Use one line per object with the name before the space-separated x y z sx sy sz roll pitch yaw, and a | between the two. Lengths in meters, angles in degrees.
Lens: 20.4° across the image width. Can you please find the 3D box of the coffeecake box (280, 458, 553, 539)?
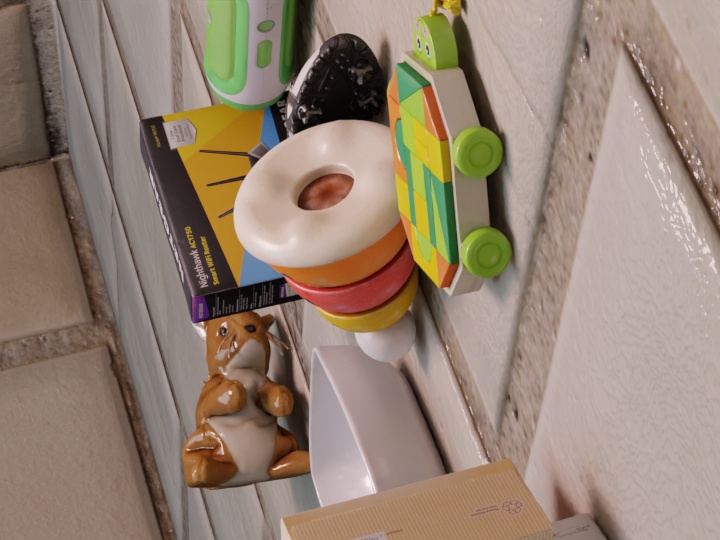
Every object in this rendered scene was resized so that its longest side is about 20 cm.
coffeecake box | 0.037 0.232 1.250 0.073 0.152 0.201 -121 23 -51

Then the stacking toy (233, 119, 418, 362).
stacking toy | 0.000 0.000 1.524 0.147 0.145 0.201 -118 3 -50

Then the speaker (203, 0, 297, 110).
speaker | -0.095 -0.229 1.747 0.201 0.088 0.089 98 156 -57

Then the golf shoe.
golf shoe | -0.031 -0.135 1.574 0.201 0.077 0.095 102 153 -58

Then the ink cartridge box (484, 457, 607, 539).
ink cartridge box | 0.132 0.242 1.287 0.174 0.043 0.202 -122 24 -58

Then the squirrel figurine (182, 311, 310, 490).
squirrel figurine | -0.138 0.138 2.170 0.200 0.140 0.189 141 122 -73

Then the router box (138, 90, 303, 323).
router box | -0.105 -0.059 1.802 0.051 0.148 0.201 96 158 -56

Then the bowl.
bowl | 0.019 0.176 1.650 0.201 0.074 0.201 91 162 -46

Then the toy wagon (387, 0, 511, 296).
toy wagon | 0.052 -0.089 1.335 0.155 0.039 0.202 -130 30 -64
